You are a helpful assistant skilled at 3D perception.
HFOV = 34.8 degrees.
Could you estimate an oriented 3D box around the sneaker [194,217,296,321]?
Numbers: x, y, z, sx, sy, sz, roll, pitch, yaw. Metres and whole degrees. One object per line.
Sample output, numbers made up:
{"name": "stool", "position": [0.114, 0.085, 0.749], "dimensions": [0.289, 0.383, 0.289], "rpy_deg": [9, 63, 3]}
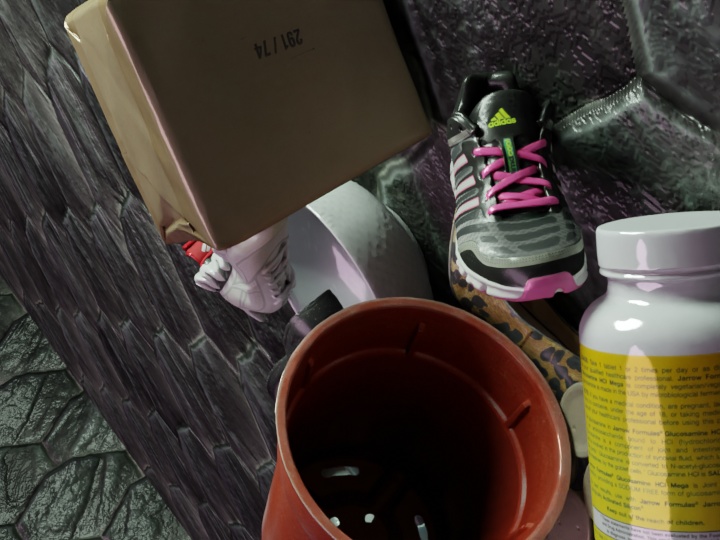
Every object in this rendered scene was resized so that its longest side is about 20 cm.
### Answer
{"name": "sneaker", "position": [-0.085, -0.010, 0.989], "dimensions": [0.081, 0.075, 0.200], "rpy_deg": [44, 159, 1]}

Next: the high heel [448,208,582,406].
{"name": "high heel", "position": [0.138, 0.021, 0.805], "dimensions": [0.141, 0.071, 0.202], "rpy_deg": [2, 108, 34]}

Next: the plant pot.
{"name": "plant pot", "position": [0.019, 0.156, 0.814], "dimensions": [0.201, 0.200, 0.196], "rpy_deg": [50, 147, 18]}

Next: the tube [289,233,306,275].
{"name": "tube", "position": [-0.096, -0.089, 1.068], "dimensions": [0.058, 0.052, 0.202], "rpy_deg": [19, 120, 49]}

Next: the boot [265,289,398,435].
{"name": "boot", "position": [-0.013, 0.113, 0.989], "dimensions": [0.132, 0.070, 0.200], "rpy_deg": [46, 160, 14]}

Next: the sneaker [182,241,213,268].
{"name": "sneaker", "position": [-0.121, -0.054, 1.150], "dimensions": [0.078, 0.115, 0.201], "rpy_deg": [43, 154, 33]}

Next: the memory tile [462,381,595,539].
{"name": "memory tile", "position": [0.135, 0.186, 0.788], "dimensions": [0.200, 0.017, 0.154], "rpy_deg": [-56, 40, 46]}

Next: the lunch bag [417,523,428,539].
{"name": "lunch bag", "position": [0.111, 0.281, 0.977], "dimensions": [0.170, 0.199, 0.127], "rpy_deg": [51, 158, 19]}

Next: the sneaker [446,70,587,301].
{"name": "sneaker", "position": [0.087, -0.059, 0.688], "dimensions": [0.201, 0.073, 0.088], "rpy_deg": [-95, -2, -57]}

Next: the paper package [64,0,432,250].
{"name": "paper package", "position": [-0.075, -0.139, 0.812], "dimensions": [0.103, 0.199, 0.192], "rpy_deg": [5, 122, 59]}

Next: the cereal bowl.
{"name": "cereal bowl", "position": [0.000, 0.000, 1.005], "dimensions": [0.200, 0.083, 0.201], "rpy_deg": [46, 156, 28]}

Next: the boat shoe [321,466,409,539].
{"name": "boat shoe", "position": [0.003, 0.219, 0.933], "dimensions": [0.060, 0.076, 0.200], "rpy_deg": [36, -169, -50]}

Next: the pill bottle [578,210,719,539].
{"name": "pill bottle", "position": [0.179, 0.073, 0.628], "dimensions": [0.112, 0.111, 0.202], "rpy_deg": [9, 107, 62]}
